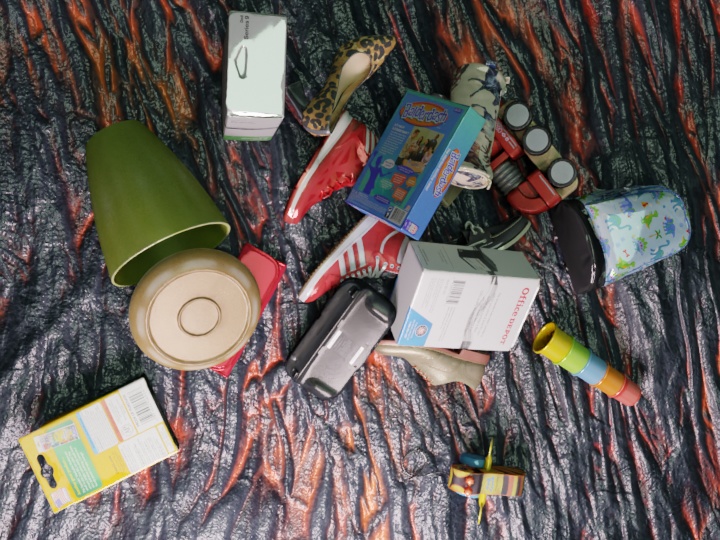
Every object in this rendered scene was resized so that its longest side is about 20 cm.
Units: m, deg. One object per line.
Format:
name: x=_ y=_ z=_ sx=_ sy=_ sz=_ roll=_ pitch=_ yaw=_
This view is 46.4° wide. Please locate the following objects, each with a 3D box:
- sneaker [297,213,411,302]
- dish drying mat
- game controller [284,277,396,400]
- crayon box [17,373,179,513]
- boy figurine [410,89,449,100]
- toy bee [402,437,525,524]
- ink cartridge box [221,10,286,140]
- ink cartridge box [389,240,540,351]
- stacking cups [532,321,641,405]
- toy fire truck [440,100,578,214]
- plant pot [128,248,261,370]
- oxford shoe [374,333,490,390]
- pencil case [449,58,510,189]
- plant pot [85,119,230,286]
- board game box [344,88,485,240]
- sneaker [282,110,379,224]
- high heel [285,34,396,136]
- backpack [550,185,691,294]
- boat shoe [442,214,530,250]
sneaker: x=0.000 y=0.000 z=1.328 sx=0.112 sy=0.071 sz=0.200 roll=44 pitch=81 yaw=-5
dish drying mat: x=-0.194 y=0.062 z=1.317 sx=0.076 sy=0.018 sz=0.201 roll=28 pitch=85 yaw=-9
game controller: x=-0.032 y=0.109 z=1.307 sx=0.104 sy=0.042 sz=0.201 roll=33 pitch=107 yaw=-11
crayon box: x=-0.390 y=0.258 z=1.264 sx=0.199 sy=0.052 sz=0.127 roll=-25 pitch=95 yaw=-10
boy figurine: x=0.094 y=-0.183 z=1.342 sx=0.123 sy=0.064 sz=0.202 roll=11 pitch=90 yaw=20
toy bee: x=0.181 y=0.343 z=1.346 sx=0.198 sy=0.109 sz=0.132 roll=-12 pitch=94 yaw=-11
ink cartridge box: x=-0.159 y=-0.277 z=1.230 sx=0.083 sy=0.200 sz=0.148 roll=1 pitch=90 yaw=-12
ink cartridge box: x=0.157 y=0.042 z=1.308 sx=0.198 sy=0.084 sz=0.146 roll=5 pitch=124 yaw=-19
stacking cups: x=0.383 y=0.164 z=1.415 sx=0.199 sy=0.060 sz=0.061 roll=34 pitch=84 yaw=-14
toy fire truck: x=0.228 y=-0.152 z=1.354 sx=0.199 sy=0.129 sz=0.177 roll=-38 pitch=84 yaw=13
plant pot: x=-0.240 y=0.065 z=1.242 sx=0.198 sy=0.027 sz=0.202 roll=-10 pitch=117 yaw=-19
oxford shoe: x=0.110 y=0.149 z=1.352 sx=0.198 sy=0.070 sz=0.076 roll=12 pitch=95 yaw=-9
pencil case: x=0.173 y=-0.219 z=1.281 sx=0.088 sy=0.078 sz=0.202 roll=5 pitch=70 yaw=16
plant pot: x=-0.317 y=-0.109 z=1.227 sx=0.186 sy=0.187 sz=0.201 roll=-27 pitch=81 yaw=-9
board game box: x=0.078 y=-0.162 z=1.250 sx=0.045 sy=0.152 sz=0.201 roll=28 pitch=92 yaw=-40
sneaker: x=-0.032 y=-0.141 z=1.319 sx=0.115 sy=0.078 sz=0.201 roll=31 pitch=86 yaw=-8
high heel: x=-0.009 y=-0.282 z=1.288 sx=0.199 sy=0.143 sz=0.072 roll=-31 pitch=136 yaw=-1
backpack: x=0.442 y=-0.066 z=1.388 sx=0.198 sy=0.154 sz=0.165 roll=-13 pitch=86 yaw=-23
boat shoe: x=0.183 y=-0.047 z=1.363 sx=0.199 sy=0.073 sz=0.063 roll=-30 pitch=99 yaw=-5
